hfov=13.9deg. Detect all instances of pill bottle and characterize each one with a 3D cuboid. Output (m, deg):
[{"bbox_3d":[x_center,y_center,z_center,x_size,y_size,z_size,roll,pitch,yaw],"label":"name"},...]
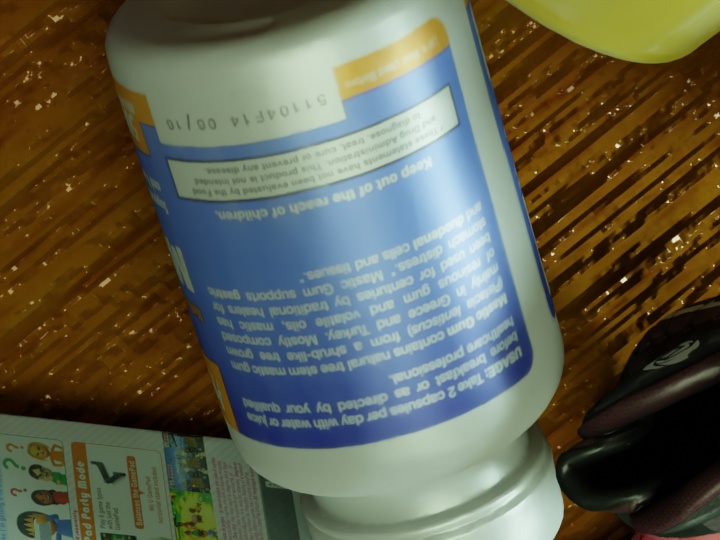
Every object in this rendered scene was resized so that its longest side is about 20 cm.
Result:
[{"bbox_3d":[0.000,0.000,0.923,0.112,0.112,0.200,-19,113,-6],"label":"pill bottle"}]

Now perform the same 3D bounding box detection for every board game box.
[{"bbox_3d":[-0.055,0.128,0.965,0.200,0.148,0.064,9,135,-21],"label":"board game box"}]

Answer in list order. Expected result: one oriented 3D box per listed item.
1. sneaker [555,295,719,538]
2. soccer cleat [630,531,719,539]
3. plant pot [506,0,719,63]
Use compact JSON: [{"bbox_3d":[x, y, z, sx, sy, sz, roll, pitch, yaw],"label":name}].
[{"bbox_3d":[0.097,0.053,0.955,0.115,0.200,0.076,-24,79,-29],"label":"sneaker"},{"bbox_3d":[0.102,0.123,1.070,0.200,0.067,0.077,-20,95,-1],"label":"soccer cleat"},{"bbox_3d":[0.105,-0.168,0.841,0.201,0.201,0.189,24,124,-26],"label":"plant pot"}]
